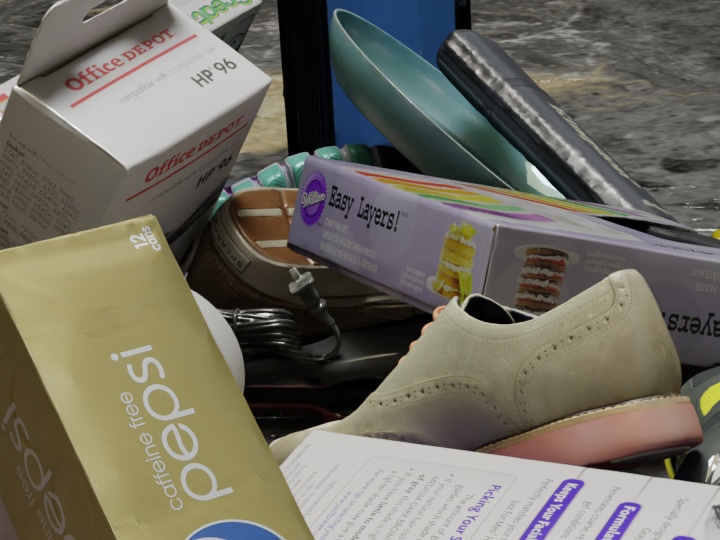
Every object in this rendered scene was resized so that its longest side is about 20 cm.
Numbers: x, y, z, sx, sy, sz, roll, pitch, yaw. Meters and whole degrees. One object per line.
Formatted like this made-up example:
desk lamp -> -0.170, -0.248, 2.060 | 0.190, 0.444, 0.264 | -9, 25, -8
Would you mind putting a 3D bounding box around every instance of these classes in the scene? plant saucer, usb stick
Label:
plant saucer -> 0.056, -0.060, 1.324 | 0.200, 0.027, 0.200 | 38, 11, -9
usb stick -> 0.107, -0.059, 1.329 | 0.200, 0.033, 0.055 | 49, 10, 37

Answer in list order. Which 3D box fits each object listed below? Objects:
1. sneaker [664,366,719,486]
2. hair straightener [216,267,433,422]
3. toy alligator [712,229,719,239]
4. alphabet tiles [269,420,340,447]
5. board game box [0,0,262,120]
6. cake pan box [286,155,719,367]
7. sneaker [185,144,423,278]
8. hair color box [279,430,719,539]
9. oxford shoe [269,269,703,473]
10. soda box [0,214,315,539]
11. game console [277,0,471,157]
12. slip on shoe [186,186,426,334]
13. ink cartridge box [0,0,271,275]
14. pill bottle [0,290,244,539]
sneaker -> 0.150, 0.078, 0.994 | 0.085, 0.075, 0.200 | 0, 8, 28
hair straightener -> -0.030, 0.029, 1.143 | 0.200, 0.077, 0.041 | 1, 27, 12
toy alligator -> 0.197, -0.002, 1.239 | 0.059, 0.054, 0.200 | -1, 18, 10
alphabet tiles -> 0.017, 0.100, 1.020 | 0.195, 0.015, 0.200 | -16, 22, -34
board game box -> -0.136, -0.065, 1.265 | 0.035, 0.126, 0.200 | 39, 39, 11
cake pan box -> 0.094, -0.001, 1.139 | 0.200, 0.052, 0.184 | 9, 9, -27
sneaker -> -0.046, -0.028, 1.345 | 0.200, 0.075, 0.088 | -8, 12, -15
hair color box -> 0.050, 0.116, 0.863 | 0.200, 0.065, 0.109 | 5, 30, 28
oxford shoe -> 0.039, 0.049, 0.964 | 0.200, 0.074, 0.071 | -15, -9, 37
soda box -> -0.060, 0.085, 0.799 | 0.064, 0.200, 0.068 | -15, -24, -31
game console -> 0.012, -0.130, 1.433 | 0.116, 0.200, 0.176 | -5, 18, -2
slip on shoe -> 0.000, 0.000, 1.261 | 0.200, 0.061, 0.076 | -4, 49, -45
ink cartridge box -> -0.113, -0.042, 1.163 | 0.068, 0.200, 0.116 | 37, 39, 13
pill bottle -> -0.103, 0.075, 0.947 | 0.111, 0.111, 0.200 | 0, 22, 11
